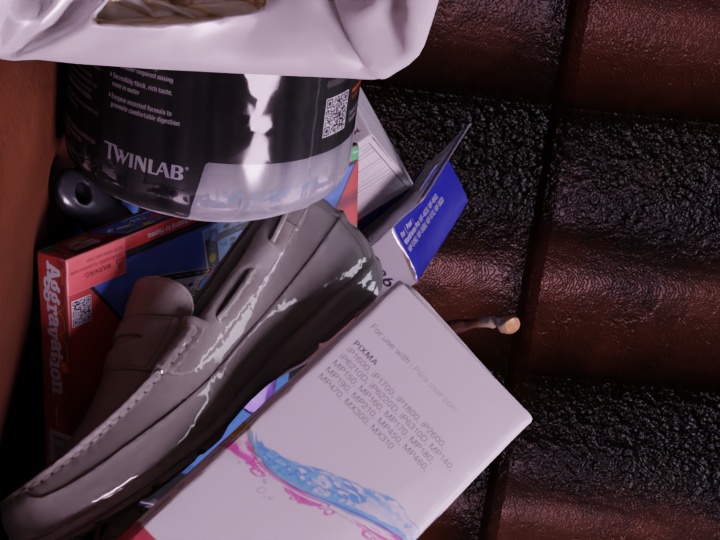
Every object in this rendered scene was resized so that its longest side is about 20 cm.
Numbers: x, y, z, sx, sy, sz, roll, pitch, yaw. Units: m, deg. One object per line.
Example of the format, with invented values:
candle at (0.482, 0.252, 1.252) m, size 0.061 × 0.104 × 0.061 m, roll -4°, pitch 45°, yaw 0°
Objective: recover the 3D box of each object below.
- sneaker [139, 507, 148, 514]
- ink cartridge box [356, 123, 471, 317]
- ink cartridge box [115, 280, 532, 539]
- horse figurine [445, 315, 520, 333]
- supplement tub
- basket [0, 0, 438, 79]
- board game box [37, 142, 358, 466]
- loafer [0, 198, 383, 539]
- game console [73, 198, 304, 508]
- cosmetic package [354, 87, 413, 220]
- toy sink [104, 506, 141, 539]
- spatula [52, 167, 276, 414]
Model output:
sneaker at (-0.073, 0.092, 1.015) m, size 0.073 × 0.077 × 0.200 m, roll -43°, pitch 156°, yaw -45°
ink cartridge box at (0.000, 0.000, 1.033) m, size 0.200 × 0.039 × 0.099 m, roll -41°, pitch -171°, yaw 38°
ink cartridge box at (-0.040, 0.114, 0.719) m, size 0.200 × 0.086 × 0.148 m, roll -40°, pitch 174°, yaw -27°
horse figurine at (0.007, 0.087, 0.937) m, size 0.050 × 0.132 × 0.200 m, roll 51°, pitch 58°, yaw -33°
supplement tub at (-0.053, -0.131, 0.687) m, size 0.123 × 0.122 × 0.200 m, roll -87°, pitch -175°, yaw -63°
basket at (-0.040, -0.150, 0.443) m, size 0.200 × 0.135 × 0.124 m, roll 101°, pitch -8°, yaw -67°
board game box at (-0.066, 0.013, 0.776) m, size 0.200 × 0.019 × 0.103 m, roll -27°, pitch 126°, yaw -50°
loafer at (-0.075, 0.036, 0.705) m, size 0.200 × 0.070 × 0.070 m, roll -42°, pitch -173°, yaw -33°
game console at (-0.078, 0.012, 0.851) m, size 0.171 × 0.118 × 0.200 m, roll 104°, pitch -8°, yaw -68°
cosmetic package at (-0.044, -0.129, 0.987) m, size 0.200 × 0.051 × 0.083 m, roll 63°, pitch 6°, yaw 24°
toy sink at (-0.095, 0.110, 1.173) m, size 0.200 × 0.130 × 0.112 m, roll -88°, pitch -175°, yaw -80°
spatula at (-0.084, 0.006, 0.785) m, size 0.200 × 0.021 × 0.057 m, roll 52°, pitch 44°, yaw -56°
